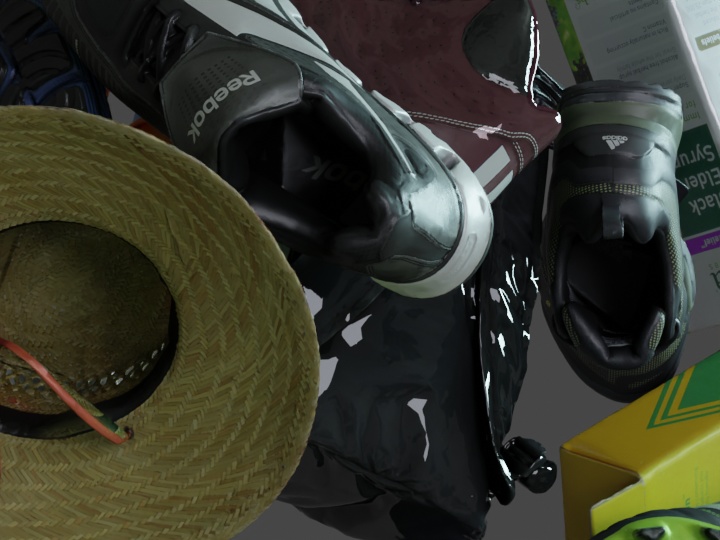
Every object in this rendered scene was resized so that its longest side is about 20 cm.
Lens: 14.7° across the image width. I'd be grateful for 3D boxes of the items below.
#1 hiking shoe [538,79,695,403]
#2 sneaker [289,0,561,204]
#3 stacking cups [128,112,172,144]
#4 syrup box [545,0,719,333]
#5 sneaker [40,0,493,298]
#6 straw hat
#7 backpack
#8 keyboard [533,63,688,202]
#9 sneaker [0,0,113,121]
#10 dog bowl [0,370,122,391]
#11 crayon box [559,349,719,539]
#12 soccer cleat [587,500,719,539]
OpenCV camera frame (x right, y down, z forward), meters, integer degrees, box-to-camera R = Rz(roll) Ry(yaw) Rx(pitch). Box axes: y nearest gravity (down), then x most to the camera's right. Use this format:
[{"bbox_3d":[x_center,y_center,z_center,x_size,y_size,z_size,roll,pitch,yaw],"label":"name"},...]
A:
[{"bbox_3d":[0.106,0.010,1.227,0.200,0.075,0.101,78,19,-51],"label":"hiking shoe"},{"bbox_3d":[-0.004,-0.095,1.092,0.115,0.076,0.200,-37,71,-26],"label":"sneaker"},{"bbox_3d":[-0.073,-0.062,1.149,0.060,0.060,0.201,36,51,-25],"label":"stacking cups"},{"bbox_3d":[0.166,-0.077,1.344,0.081,0.079,0.201,-21,92,-40],"label":"syrup box"},{"bbox_3d":[-0.044,-0.063,0.988,0.200,0.067,0.090,39,12,16],"label":"sneaker"},{"bbox_3d":[-0.107,0.012,0.997,0.201,0.201,0.085,50,23,-17],"label":"straw hat"},{"bbox_3d":[0.000,0.000,1.165,0.167,0.126,0.201,32,59,-37],"label":"backpack"},{"bbox_3d":[0.059,-0.078,1.260,0.200,0.104,0.040,34,87,-25],"label":"keyboard"},{"bbox_3d":[-0.121,-0.080,1.095,0.078,0.075,0.201,20,44,-46],"label":"sneaker"},{"bbox_3d":[-0.172,0.068,1.056,0.199,0.059,0.201,12,71,-35],"label":"dog bowl"},{"bbox_3d":[0.154,0.115,1.273,0.200,0.051,0.128,-26,122,-40],"label":"crayon box"},{"bbox_3d":[0.157,0.128,1.195,0.199,0.081,0.068,-18,74,-26],"label":"soccer cleat"}]
